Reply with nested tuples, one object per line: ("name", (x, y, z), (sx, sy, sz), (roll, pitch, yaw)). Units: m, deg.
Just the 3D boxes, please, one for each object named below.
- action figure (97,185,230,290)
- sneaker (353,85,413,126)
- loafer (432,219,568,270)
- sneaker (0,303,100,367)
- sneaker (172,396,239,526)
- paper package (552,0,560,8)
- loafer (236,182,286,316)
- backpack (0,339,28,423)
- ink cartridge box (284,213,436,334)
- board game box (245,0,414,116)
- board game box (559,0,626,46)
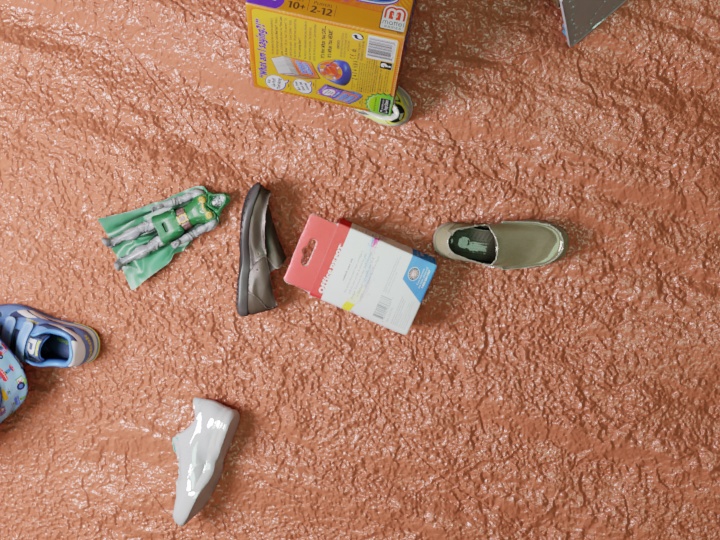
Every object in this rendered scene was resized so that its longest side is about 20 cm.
("action figure", (-0.282, -0.068, 1.501), (0.199, 0.055, 0.119), (-27, 95, 3))
("sneaker", (-0.013, -0.272, 1.435), (0.199, 0.076, 0.076), (27, 102, -1))
("loafer", (0.205, -0.035, 1.471), (0.198, 0.068, 0.076), (-1, 101, 3))
("sneaker", (-0.500, 0.101, 1.527), (0.198, 0.082, 0.075), (10, 102, 3))
("sneaker", (-0.260, 0.292, 1.564), (0.088, 0.075, 0.201), (23, 95, 11))
("paper package", (0.273, -0.495, 1.341), (0.190, 0.103, 0.200), (-40, 83, 4))
("loafer", (-0.145, -0.030, 1.497), (0.070, 0.073, 0.202), (3, 106, -8))
("backpack", (-0.598, 0.172, 1.490), (0.200, 0.135, 0.183), (-34, 97, 33))
("ink cartridge box", (0.000, 0.000, 1.489), (0.199, 0.067, 0.117), (24, 100, -2))
("board game box", (-0.028, -0.354, 1.322), (0.198, 0.200, 0.201), (12, 71, 0))
("board game box", (0.343, -0.400, 1.337), (0.200, 0.200, 0.026), (-40, 76, 8))
